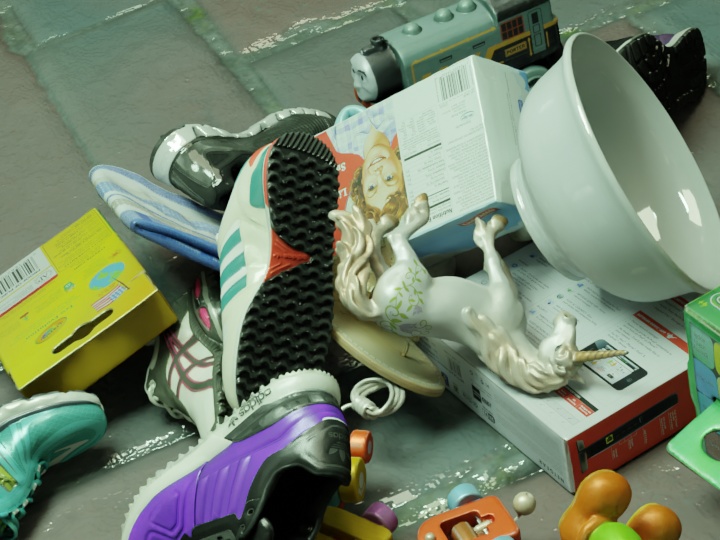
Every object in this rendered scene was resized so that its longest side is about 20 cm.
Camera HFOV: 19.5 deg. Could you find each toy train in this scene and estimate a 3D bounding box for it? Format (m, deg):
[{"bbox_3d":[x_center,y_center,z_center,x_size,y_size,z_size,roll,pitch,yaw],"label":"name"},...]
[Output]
[{"bbox_3d":[0.019,0.158,1.381,0.149,0.056,0.200,-22,38,-17],"label":"toy train"},{"bbox_3d":[0.081,-0.172,1.764,0.198,0.115,0.085,-23,35,-14],"label":"toy train"}]

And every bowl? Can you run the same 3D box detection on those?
[{"bbox_3d":[0.166,-0.055,1.452,0.090,0.201,0.202,-30,28,25],"label":"bowl"}]

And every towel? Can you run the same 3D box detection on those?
[{"bbox_3d":[-0.128,-0.032,1.598,0.146,0.024,0.200,23,6,-20],"label":"towel"}]

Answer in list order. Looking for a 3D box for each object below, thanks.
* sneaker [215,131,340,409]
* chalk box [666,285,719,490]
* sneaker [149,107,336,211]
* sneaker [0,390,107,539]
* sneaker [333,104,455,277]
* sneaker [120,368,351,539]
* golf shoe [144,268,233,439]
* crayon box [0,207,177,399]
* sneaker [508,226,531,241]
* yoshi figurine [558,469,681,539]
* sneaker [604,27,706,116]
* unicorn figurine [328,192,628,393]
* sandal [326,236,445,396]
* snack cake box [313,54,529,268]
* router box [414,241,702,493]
[{"bbox_3d":[-0.066,0.007,1.470,0.070,0.202,0.093,10,-9,-26],"label":"sneaker"},{"bbox_3d":[0.289,0.071,1.347,0.199,0.125,0.124,-27,37,-20],"label":"chalk box"},{"bbox_3d":[-0.072,-0.081,1.710,0.199,0.067,0.090,-11,43,-45],"label":"sneaker"},{"bbox_3d":[-0.259,0.157,1.472,0.199,0.078,0.080,-33,58,-18],"label":"sneaker"},{"bbox_3d":[0.015,-0.061,1.655,0.073,0.082,0.200,-22,39,-10],"label":"sneaker"},{"bbox_3d":[-0.078,0.159,1.332,0.200,0.069,0.100,-46,46,24],"label":"sneaker"},{"bbox_3d":[-0.107,0.090,1.516,0.088,0.077,0.201,-35,35,16],"label":"golf shoe"},{"bbox_3d":[-0.214,0.035,1.570,0.127,0.051,0.200,-36,26,-5],"label":"crayon box"},{"bbox_3d":[0.157,-0.083,1.622,0.110,0.077,0.200,-14,14,4],"label":"sneaker"},{"bbox_3d":[0.203,0.193,1.226,0.111,0.113,0.200,-16,37,-15],"label":"yoshi figurine"},{"bbox_3d":[0.212,-0.154,1.705,0.087,0.077,0.200,-1,8,27],"label":"sneaker"},{"bbox_3d":[0.075,0.019,1.432,0.198,0.074,0.138,2,51,-2],"label":"unicorn figurine"},{"bbox_3d":[-0.004,0.000,1.493,0.077,0.070,0.212,6,29,-49],"label":"sandal"},{"bbox_3d":[0.038,-0.065,1.555,0.199,0.067,0.116,-23,68,38],"label":"snack cake box"},{"bbox_3d":[0.159,0.051,1.484,0.178,0.049,0.200,-27,37,-20],"label":"router box"}]
